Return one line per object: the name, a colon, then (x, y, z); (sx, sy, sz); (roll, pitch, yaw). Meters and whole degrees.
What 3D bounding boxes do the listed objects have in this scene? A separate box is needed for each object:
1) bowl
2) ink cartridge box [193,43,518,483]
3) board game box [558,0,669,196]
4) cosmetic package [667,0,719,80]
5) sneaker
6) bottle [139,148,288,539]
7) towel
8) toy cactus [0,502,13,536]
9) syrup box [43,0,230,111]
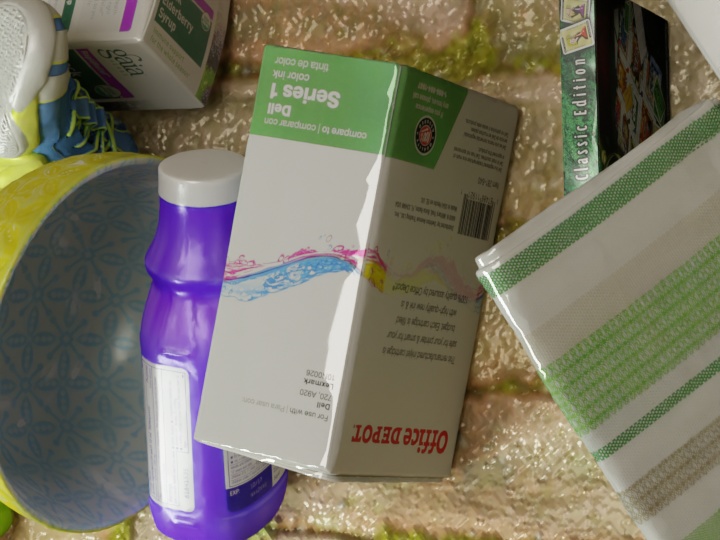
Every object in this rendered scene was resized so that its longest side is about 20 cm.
bowl: (-0.165, 0.028, 1.323); (0.107, 0.200, 0.202); (14, 91, 34)
ink cartridge box: (0.000, 0.000, 1.266); (0.083, 0.145, 0.202); (11, 90, 27)
board game box: (0.127, -0.032, 1.230); (0.023, 0.105, 0.202); (-3, 83, 24)
cosmetic package: (0.201, -0.153, 1.216); (0.107, 0.085, 0.201); (-36, 70, 18)
sneaker: (-0.161, -0.081, 1.350); (0.200, 0.104, 0.076); (123, 135, -55)
bottle: (-0.077, 0.039, 1.298); (0.065, 0.084, 0.202); (8, 115, 22)
towel: (0.158, 0.040, 1.176); (0.149, 0.031, 0.201); (-34, 97, -16)
toy cactus: (-0.268, 0.106, 1.428); (0.164, 0.102, 0.202); (11, 98, 36)
syrup box: (-0.179, -0.139, 1.396); (0.199, 0.079, 0.082); (1, 68, 27)
